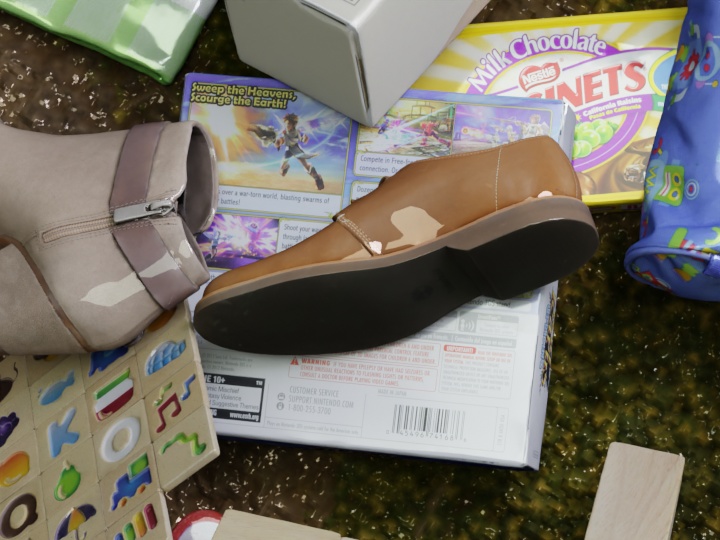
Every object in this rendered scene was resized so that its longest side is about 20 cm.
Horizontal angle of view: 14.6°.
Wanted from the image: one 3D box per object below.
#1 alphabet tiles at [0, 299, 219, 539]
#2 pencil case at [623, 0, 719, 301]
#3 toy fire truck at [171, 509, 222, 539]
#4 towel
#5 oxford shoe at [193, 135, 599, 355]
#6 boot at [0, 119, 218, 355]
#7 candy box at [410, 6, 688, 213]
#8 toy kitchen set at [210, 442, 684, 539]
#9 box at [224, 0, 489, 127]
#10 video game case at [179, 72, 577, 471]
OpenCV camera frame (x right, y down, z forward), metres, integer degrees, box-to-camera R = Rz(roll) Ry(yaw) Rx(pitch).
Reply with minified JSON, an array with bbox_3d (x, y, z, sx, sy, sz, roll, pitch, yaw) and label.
[{"bbox_3d":[-0.141,0.090,1.360,0.166,0.006,0.200,-37,36,16],"label":"alphabet tiles"},{"bbox_3d":[0.186,-0.085,1.378,0.078,0.087,0.201,14,82,-12],"label":"pencil case"},{"bbox_3d":[-0.091,0.227,1.349,0.168,0.112,0.200,39,83,4],"label":"toy fire truck"},{"bbox_3d":[-0.121,-0.215,1.493,0.149,0.031,0.201,23,80,11],"label":"towel"},{"bbox_3d":[0.013,-0.012,1.355,0.199,0.071,0.072,-17,57,6],"label":"oxford shoe"},{"bbox_3d":[-0.143,-0.043,1.407,0.146,0.070,0.201,-20,58,16],"label":"boot"},{"bbox_3d":[0.118,-0.080,1.440,0.199,0.026,0.103,-5,77,4],"label":"candy box"},{"bbox_3d":[0.035,0.180,1.329,0.199,0.181,0.164,12,117,7],"label":"toy kitchen set"},{"bbox_3d":[0.027,-0.177,1.407,0.095,0.078,0.200,30,63,27],"label":"box"},{"bbox_3d":[0.000,0.000,1.405,0.199,0.045,0.182,5,84,14],"label":"video game case"}]
